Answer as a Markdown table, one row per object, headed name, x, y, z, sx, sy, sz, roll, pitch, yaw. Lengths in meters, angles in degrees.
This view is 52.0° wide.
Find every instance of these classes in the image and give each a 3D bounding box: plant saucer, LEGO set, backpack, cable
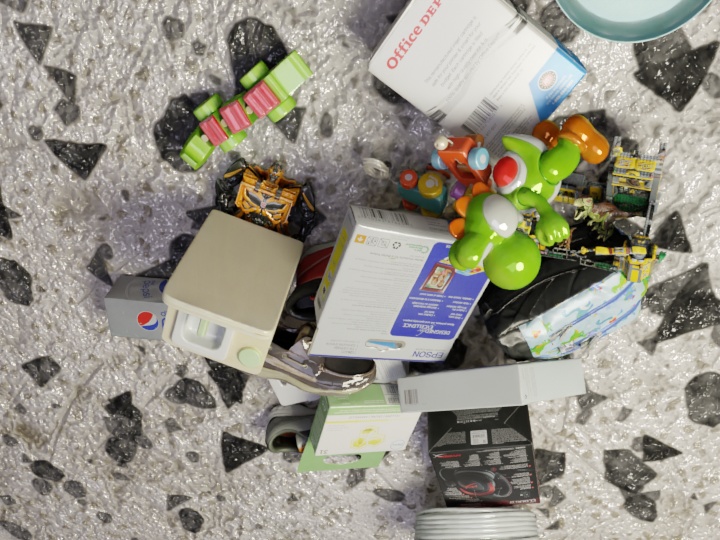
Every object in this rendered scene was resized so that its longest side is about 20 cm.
| name | x | y | z | sx | sy | sz | roll | pitch | yaw |
| --- | --- | --- | --- | --- | --- | --- | --- | --- | --- |
| plant saucer | 0.294 | -0.346 | 0.777 | 0.196 | 0.028 | 0.203 | 3 | 119 | 5 |
| LEGO set | 0.260 | -0.084 | 0.839 | 0.197 | 0.155 | 0.117 | 20 | 153 | 26 |
| backpack | 0.256 | 0.022 | 0.927 | 0.199 | 0.164 | 0.154 | -41 | 115 | 14 |
| cable | 0.179 | 0.409 | 1.149 | 0.197 | 0.071 | 0.199 | -14 | 155 | 26 |

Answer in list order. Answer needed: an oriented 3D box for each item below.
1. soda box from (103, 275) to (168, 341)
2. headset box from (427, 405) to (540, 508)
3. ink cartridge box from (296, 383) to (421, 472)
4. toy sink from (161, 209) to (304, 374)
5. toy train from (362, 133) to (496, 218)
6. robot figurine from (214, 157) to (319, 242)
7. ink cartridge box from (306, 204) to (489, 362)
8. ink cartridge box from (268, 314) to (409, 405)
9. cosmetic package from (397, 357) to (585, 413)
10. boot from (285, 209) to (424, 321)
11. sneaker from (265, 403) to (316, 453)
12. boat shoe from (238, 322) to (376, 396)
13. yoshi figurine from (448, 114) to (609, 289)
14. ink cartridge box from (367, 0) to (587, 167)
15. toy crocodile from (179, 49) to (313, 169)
| name | x | y | z | sx | sy | sz | roll | pitch | yaw |
| --- | --- | --- | --- | --- | --- | --- | --- | --- | --- |
| soda box | -0.260 | 0.058 | 1.060 | 0.196 | 0.064 | 0.069 | 4 | 122 | 6 |
| headset box | 0.186 | 0.282 | 1.097 | 0.146 | 0.076 | 0.202 | -8 | 136 | 12 |
| ink cartridge box | -0.005 | 0.247 | 1.075 | 0.143 | 0.048 | 0.202 | 2 | 128 | -21 |
| toy sink | -0.157 | 0.038 | 0.889 | 0.128 | 0.201 | 0.113 | 19 | 122 | -5 |
| toy train | 0.099 | -0.117 | 0.866 | 0.150 | 0.056 | 0.199 | 41 | 161 | -32 |
| robot figurine | -0.138 | -0.049 | 0.985 | 0.143 | 0.059 | 0.202 | 19 | 121 | -4 |
| ink cartridge box | 0.049 | 0.024 | 0.884 | 0.194 | 0.047 | 0.202 | 6 | 131 | -23 |
| ink cartridge box | -0.039 | 0.112 | 1.059 | 0.197 | 0.067 | 0.117 | -15 | 117 | 15 |
| cosmetic package | 0.170 | 0.151 | 0.969 | 0.198 | 0.149 | 0.053 | -15 | 76 | 44 |
| boot | 0.000 | 0.000 | 0.946 | 0.197 | 0.145 | 0.073 | -22 | 113 | 17 |
| sneaker | -0.053 | 0.245 | 1.130 | 0.196 | 0.080 | 0.075 | -10 | 117 | 12 |
| boat shoe | -0.074 | 0.111 | 0.981 | 0.196 | 0.075 | 0.074 | 10 | 120 | 1 |
| yoshi figurine | 0.176 | -0.060 | 0.772 | 0.111 | 0.200 | 0.113 | 35 | 165 | 28 |
| ink cartridge box | 0.127 | -0.235 | 0.829 | 0.199 | 0.085 | 0.146 | 35 | 118 | -12 |
| toy crocodile | -0.143 | -0.196 | 0.902 | 0.198 | 0.062 | 0.068 | -29 | 113 | 21 |
